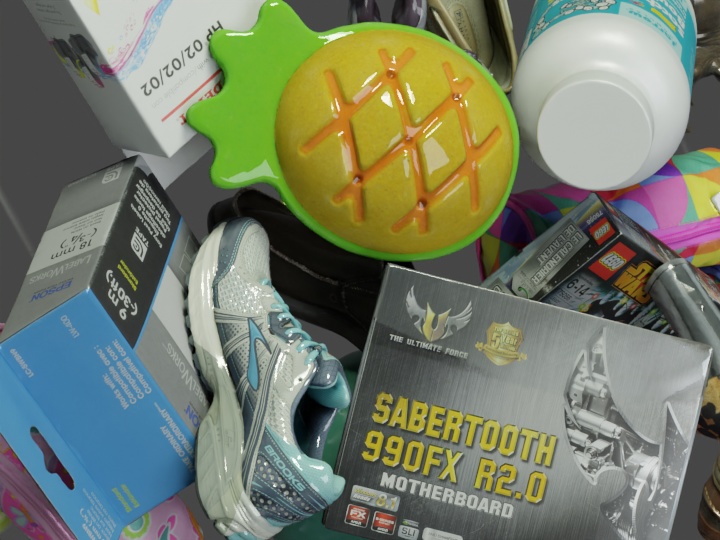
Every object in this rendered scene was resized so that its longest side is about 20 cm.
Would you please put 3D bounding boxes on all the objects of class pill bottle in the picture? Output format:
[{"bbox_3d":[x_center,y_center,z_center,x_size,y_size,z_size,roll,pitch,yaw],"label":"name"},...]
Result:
[{"bbox_3d":[0.151,-0.119,1.719,0.110,0.200,0.112,3,114,7],"label":"pill bottle"}]

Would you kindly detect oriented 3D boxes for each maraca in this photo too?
[{"bbox_3d":[-0.002,-0.082,1.627,0.199,0.107,0.138,18,83,-11],"label":"maraca"}]

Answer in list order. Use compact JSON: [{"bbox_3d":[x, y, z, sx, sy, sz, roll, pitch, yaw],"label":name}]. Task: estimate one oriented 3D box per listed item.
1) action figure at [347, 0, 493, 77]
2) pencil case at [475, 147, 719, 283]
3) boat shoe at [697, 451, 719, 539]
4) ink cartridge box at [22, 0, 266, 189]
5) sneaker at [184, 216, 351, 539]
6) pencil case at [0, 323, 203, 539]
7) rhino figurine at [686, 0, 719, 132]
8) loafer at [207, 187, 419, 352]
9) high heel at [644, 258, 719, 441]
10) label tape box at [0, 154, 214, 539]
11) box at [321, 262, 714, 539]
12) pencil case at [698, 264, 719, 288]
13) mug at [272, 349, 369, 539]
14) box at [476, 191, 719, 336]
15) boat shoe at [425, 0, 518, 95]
[{"bbox_3d":[0.015,-0.141,1.694,0.129,0.069,0.201,-8,117,-11],"label":"action figure"},{"bbox_3d":[0.173,-0.028,1.838,0.199,0.088,0.089,-14,108,-27],"label":"pencil case"},{"bbox_3d":[0.316,0.154,1.987,0.199,0.072,0.068,-6,138,-39],"label":"boat shoe"},{"bbox_3d":[-0.118,-0.149,1.633,0.115,0.068,0.201,-43,120,-21],"label":"ink cartridge box"},{"bbox_3d":[-0.046,0.058,1.610,0.078,0.086,0.201,37,41,-56],"label":"sneaker"},{"bbox_3d":[-0.177,0.124,1.649,0.087,0.087,0.200,-47,120,-15],"label":"pencil case"},{"bbox_3d":[0.210,-0.186,1.842,0.087,0.060,0.202,-18,111,-25],"label":"rhino figurine"},{"bbox_3d":[0.000,0.000,1.689,0.072,0.199,0.073,-63,171,28],"label":"loafer"},{"bbox_3d":[0.208,0.106,1.761,0.071,0.143,0.201,-17,147,-22],"label":"high heel"},{"bbox_3d":[-0.136,0.052,1.603,0.145,0.063,0.201,57,27,-28],"label":"label tape box"},{"bbox_3d":[0.091,0.096,1.619,0.198,0.048,0.160,15,91,-1],"label":"box"},{"bbox_3d":[0.317,0.016,1.942,0.199,0.078,0.088,-14,94,-28],"label":"pencil case"},{"bbox_3d":[0.013,0.128,1.747,0.153,0.114,0.185,-67,163,-3],"label":"mug"},{"bbox_3d":[0.147,0.034,1.785,0.137,0.040,0.200,-40,148,13],"label":"box"},{"bbox_3d":[0.052,-0.204,1.734,0.073,0.063,0.202,-25,113,-25],"label":"boat shoe"}]
